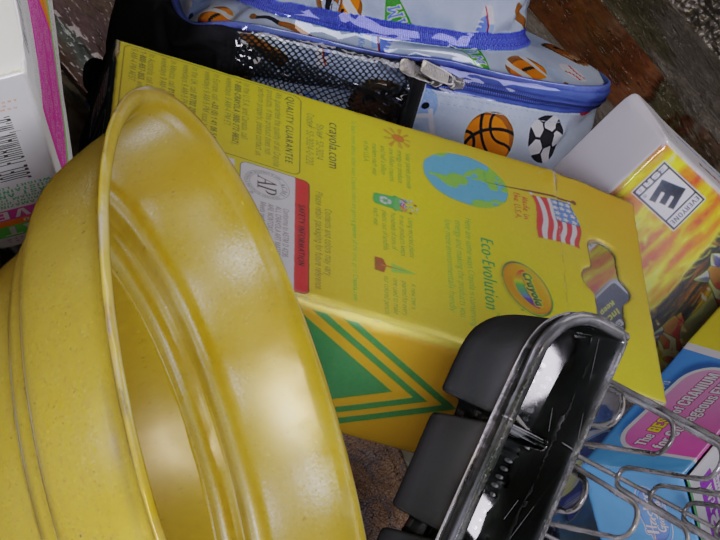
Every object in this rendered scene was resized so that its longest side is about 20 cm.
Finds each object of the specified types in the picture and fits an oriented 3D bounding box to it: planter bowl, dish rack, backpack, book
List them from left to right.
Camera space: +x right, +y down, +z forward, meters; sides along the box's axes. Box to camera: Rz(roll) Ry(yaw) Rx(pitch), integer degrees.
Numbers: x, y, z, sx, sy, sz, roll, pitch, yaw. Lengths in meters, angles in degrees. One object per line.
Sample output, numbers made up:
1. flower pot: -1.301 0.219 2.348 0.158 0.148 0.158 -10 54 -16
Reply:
1. book: -0.110 -0.090 0.826 0.200 0.048 0.134 100 -24 -79
2. planter bowl: -0.064 0.059 0.771 0.200 0.083 0.201 -16 90 -77
3. backpack: 0.001 -0.075 1.178 0.190 0.154 0.200 17 16 -21
4. dish rack: 0.082 0.109 0.912 0.200 0.154 0.054 28 -6 -37

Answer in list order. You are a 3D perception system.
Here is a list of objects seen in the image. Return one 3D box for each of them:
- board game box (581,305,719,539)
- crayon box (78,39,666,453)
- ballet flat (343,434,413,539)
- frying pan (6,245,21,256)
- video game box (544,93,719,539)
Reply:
1. board game box: 0.158 0.081 1.063 0.200 0.040 0.153 -43 126 -44
2. crayon box: 0.000 0.000 1.008 0.199 0.051 0.127 16 33 -11
3. ballet flat: 0.046 0.107 1.013 0.200 0.067 0.068 53 16 12
4. frying pan: -0.125 -0.040 1.092 0.115 0.031 0.190 49 3 -21
5. video game box: 0.097 0.058 1.157 0.182 0.200 0.047 38 14 -34
